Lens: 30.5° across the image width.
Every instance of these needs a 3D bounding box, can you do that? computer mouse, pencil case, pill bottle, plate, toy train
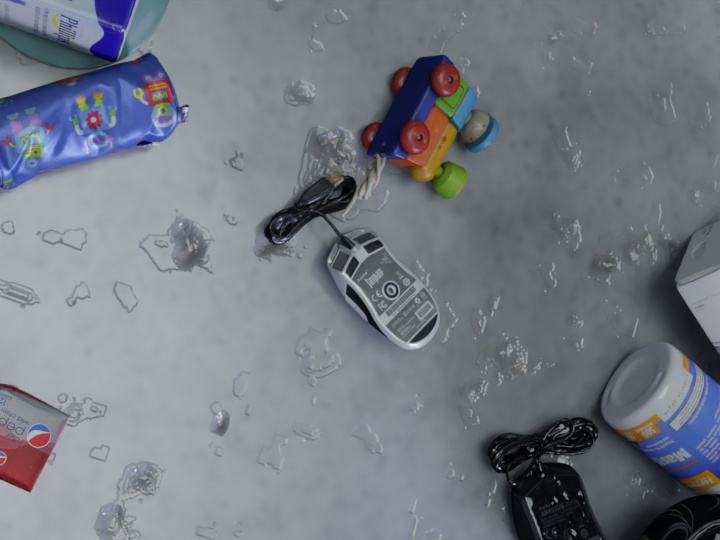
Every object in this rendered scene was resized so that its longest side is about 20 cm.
[{"bbox_3d":[0.000,0.000,1.347,0.110,0.044,0.200,-42,97,-24],"label":"computer mouse"},{"bbox_3d":[-0.264,-0.136,1.224,0.199,0.078,0.087,-21,112,-23],"label":"pencil case"},{"bbox_3d":[0.371,0.179,1.453,0.200,0.112,0.112,39,73,-16],"label":"pill bottle"},{"bbox_3d":[-0.273,-0.294,1.258,0.199,0.026,0.202,2,85,-23],"label":"plate"},{"bbox_3d":[0.062,-0.111,1.365,0.116,0.084,0.201,37,73,-31],"label":"toy train"},{"bbox_3d":[0.211,0.266,1.417,0.138,0.053,0.201,-11,80,-24],"label":"computer mouse"}]

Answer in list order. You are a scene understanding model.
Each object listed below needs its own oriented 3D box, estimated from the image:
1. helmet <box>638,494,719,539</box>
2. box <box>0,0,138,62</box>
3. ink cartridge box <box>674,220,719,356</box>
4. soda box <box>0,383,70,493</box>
[{"bbox_3d":[0.373,0.339,1.400,0.198,0.191,0.202,0,79,0],"label":"helmet"},{"bbox_3d":[-0.282,-0.314,1.182,0.199,0.105,0.185,18,78,-13],"label":"box"},{"bbox_3d":[0.447,0.050,1.476,0.201,0.083,0.147,56,34,-10],"label":"ink cartridge box"},{"bbox_3d":[-0.305,0.137,1.120,0.063,0.200,0.070,31,75,-17],"label":"soda box"}]
